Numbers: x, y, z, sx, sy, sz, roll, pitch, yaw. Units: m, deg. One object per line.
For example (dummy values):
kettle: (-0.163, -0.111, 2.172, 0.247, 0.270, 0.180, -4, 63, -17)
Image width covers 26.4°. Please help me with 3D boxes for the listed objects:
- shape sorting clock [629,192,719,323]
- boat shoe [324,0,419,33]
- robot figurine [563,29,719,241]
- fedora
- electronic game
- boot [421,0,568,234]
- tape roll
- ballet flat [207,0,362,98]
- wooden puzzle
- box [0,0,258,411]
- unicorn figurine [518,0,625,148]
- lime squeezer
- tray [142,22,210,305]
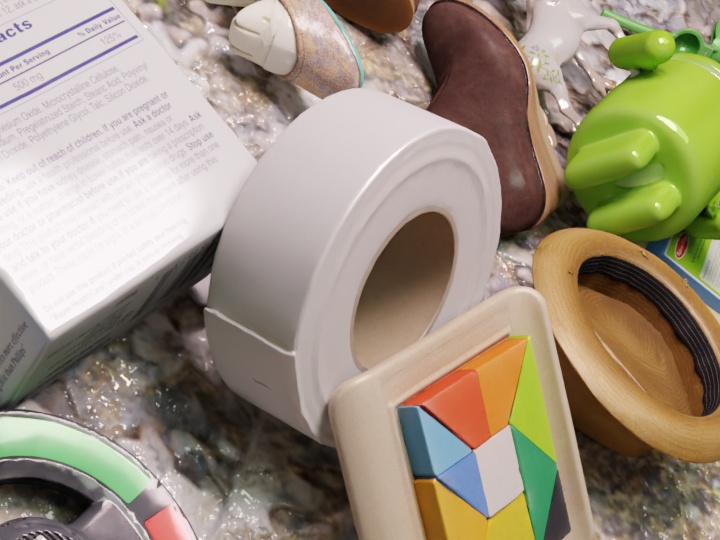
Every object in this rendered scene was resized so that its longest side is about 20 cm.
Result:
shape sorting clock: (0.303, -0.006, 1.289, 0.198, 0.039, 0.202, 19, 48, -22)
boat shoe: (-0.031, -0.267, 1.191, 0.199, 0.070, 0.071, 38, 45, -9)
robot figurine: (0.237, -0.099, 1.208, 0.200, 0.115, 0.177, -38, 105, -47)
fedora: (0.186, 0.065, 1.101, 0.199, 0.082, 0.202, 22, 41, -21)
electronic game: (-0.159, 0.160, 0.761, 0.198, 0.042, 0.202, 23, 45, -25)
boot: (0.070, -0.116, 1.152, 0.165, 0.072, 0.202, -16, 74, -50)
tape roll: (0.000, 0.000, 0.902, 0.070, 0.205, 0.201, 26, 31, 29)
ballet flat: (-0.075, -0.191, 1.096, 0.067, 0.068, 0.201, -20, 64, -34)
wooden puzzle: (0.073, 0.125, 0.931, 0.199, 0.037, 0.188, -24, 105, -46)
box: (-0.185, -0.056, 0.850, 0.201, 0.105, 0.183, 50, 47, 4)
unicorn figurine: (0.165, -0.191, 1.295, 0.137, 0.074, 0.201, 40, 38, -12)
lime squeezer: (0.316, -0.228, 1.482, 0.198, 0.038, 0.071, -6, 62, -42)
tray: (-0.126, -0.069, 0.989, 0.107, 0.022, 0.201, -25, 76, -47)
